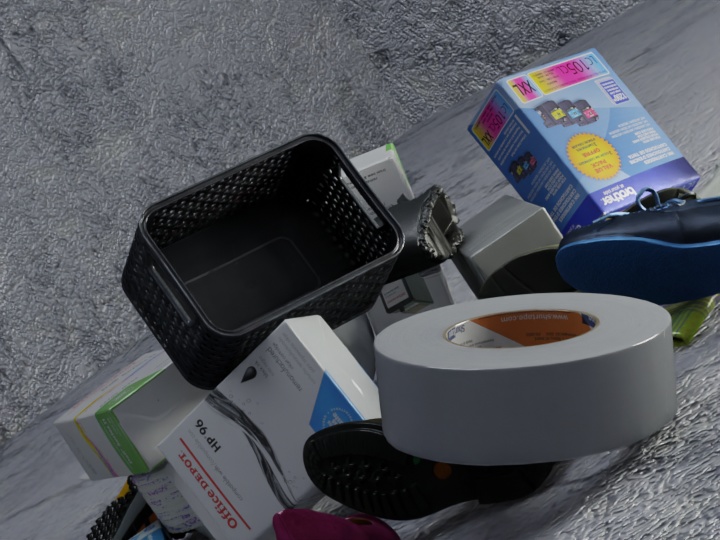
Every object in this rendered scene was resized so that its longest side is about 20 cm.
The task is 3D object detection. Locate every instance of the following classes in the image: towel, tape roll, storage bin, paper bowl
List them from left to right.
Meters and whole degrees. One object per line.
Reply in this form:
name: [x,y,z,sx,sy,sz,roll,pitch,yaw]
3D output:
paper bowl: [-0.095,0.164,1.823,0.200,0.105,0.201,-32,8,5]
storage bin: [-0.081,-0.009,1.700,0.199,0.135,0.094,-27,-20,-29]
tape roll: [0.110,0.069,1.384,0.199,0.067,0.200,-5,12,1]
towel: [0.252,0.017,1.610,0.143,0.023,0.200,-24,12,48]

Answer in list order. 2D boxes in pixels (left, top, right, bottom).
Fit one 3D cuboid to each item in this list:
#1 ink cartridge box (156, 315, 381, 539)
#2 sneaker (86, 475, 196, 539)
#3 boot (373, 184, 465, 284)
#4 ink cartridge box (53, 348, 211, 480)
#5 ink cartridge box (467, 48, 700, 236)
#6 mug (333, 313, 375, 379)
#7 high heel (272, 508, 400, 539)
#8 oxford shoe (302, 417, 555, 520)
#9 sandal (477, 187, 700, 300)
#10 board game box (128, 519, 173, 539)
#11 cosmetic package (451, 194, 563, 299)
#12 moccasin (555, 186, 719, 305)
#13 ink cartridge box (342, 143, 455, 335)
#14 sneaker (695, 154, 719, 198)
ink cartridge box: [-0.079,0.144,1.660,0.200,0.116,0.068,-45,-14,20]
sneaker: [-0.190,0.237,1.933,0.201,0.090,0.070,-60,19,0]
boot: [0.000,0.001,1.827,0.162,0.074,0.198,-19,20,25]
ink cartridge box: [-0.194,0.124,1.824,0.117,0.067,0.200,-37,8,-26]
ink cartridge box: [0.216,-0.097,1.911,0.136,0.200,0.076,-22,-23,-36]
mug: [-0.054,0.060,1.999,0.147,0.201,0.175,3,8,-4]
high heel: [-0.021,0.179,1.434,0.067,0.096,0.200,-33,7,2]
oxford shoe: [0.054,0.131,1.468,0.199,0.073,0.084,-4,15,27]
sandal: [0.190,0.003,1.643,0.200,0.080,0.057,-26,-8,11]
board game box: [-0.241,0.302,1.786,0.200,0.047,0.151,-34,7,-6]
cosmetic package: [0.143,0.000,1.870,0.090,0.107,0.200,-34,6,-4]
moccasin: [0.246,-0.020,1.530,0.199,0.081,0.068,-1,44,20]
ink cartridge box: [0.031,-0.014,2.042,0.084,0.201,0.146,-21,8,4]
sneaker: [0.324,-0.097,1.724,0.200,0.092,0.076,-33,-6,-11]
